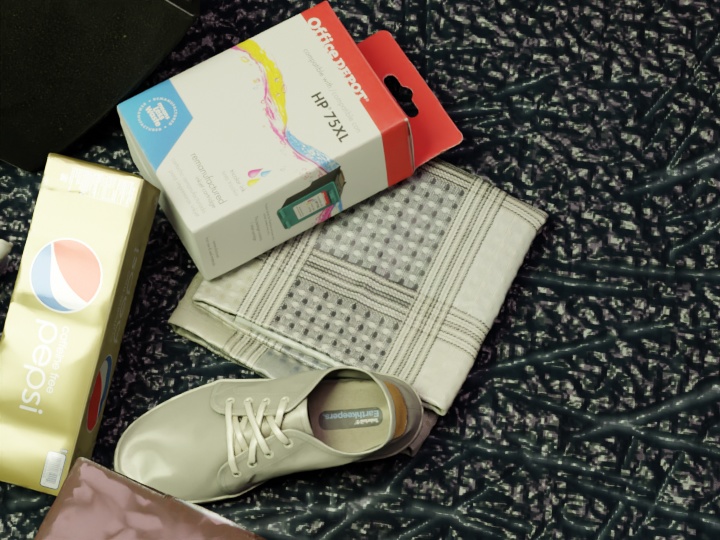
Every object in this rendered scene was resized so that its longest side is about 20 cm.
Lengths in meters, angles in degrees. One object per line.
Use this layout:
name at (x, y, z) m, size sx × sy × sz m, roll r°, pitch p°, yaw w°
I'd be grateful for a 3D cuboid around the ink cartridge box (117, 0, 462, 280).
ink cartridge box at (-0.044, -0.095, 1.334) m, size 0.199 × 0.067 × 0.117 m, roll -28°, pitch 61°, yaw -10°

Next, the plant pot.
plant pot at (-0.213, -0.210, 1.293) m, size 0.176 × 0.199 × 0.201 m, roll -21°, pitch 62°, yaw 30°

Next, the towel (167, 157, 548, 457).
towel at (0.000, 0.000, 1.338) m, size 0.191 × 0.035 × 0.201 m, roll 27°, pitch 68°, yaw 9°

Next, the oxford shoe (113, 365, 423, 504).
oxford shoe at (-0.060, 0.099, 1.265) m, size 0.198 × 0.058 × 0.076 m, roll -10°, pitch 80°, yaw 6°

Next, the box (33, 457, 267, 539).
box at (-0.127, 0.247, 1.149) m, size 0.165 × 0.165 × 0.201 m, roll 24°, pitch 66°, yaw 8°

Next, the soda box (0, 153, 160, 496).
soda box at (-0.182, 0.034, 1.258) m, size 0.063 × 0.068 × 0.202 m, roll 15°, pitch 87°, yaw 4°

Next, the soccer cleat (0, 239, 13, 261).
soccer cleat at (-0.292, -0.076, 1.334) m, size 0.077 × 0.069 × 0.201 m, roll -29°, pitch 77°, yaw 7°
